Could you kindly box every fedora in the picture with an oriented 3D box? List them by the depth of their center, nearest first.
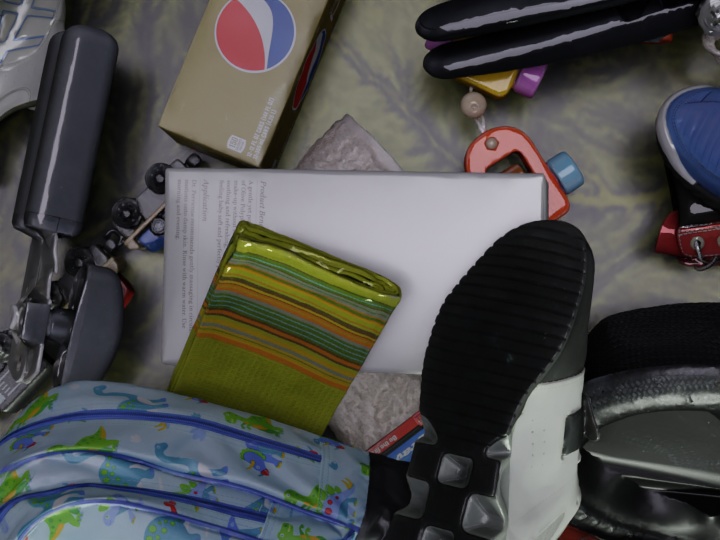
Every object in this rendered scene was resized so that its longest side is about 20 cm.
[{"bbox_3d":[0.184,0.077,0.776,0.200,0.201,0.092,4,51,2],"label":"fedora"}]

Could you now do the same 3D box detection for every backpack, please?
[{"bbox_3d":[-0.095,0.136,0.712,0.200,0.154,0.163,30,121,-3],"label":"backpack"}]

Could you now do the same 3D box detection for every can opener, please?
[{"bbox_3d":[0.128,-0.142,0.773,0.199,0.079,0.064,-19,129,6],"label":"can opener"},{"bbox_3d":[-0.156,-0.032,0.803,0.067,0.053,0.201,13,85,-27],"label":"can opener"}]

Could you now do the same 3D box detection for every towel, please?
[{"bbox_3d":[-0.054,0.064,0.738,0.086,0.018,0.200,22,128,-7],"label":"towel"},{"bbox_3d":[0.010,0.026,0.828,0.132,0.034,0.200,-42,86,-1],"label":"towel"}]

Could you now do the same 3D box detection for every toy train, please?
[{"bbox_3d":[0.122,-0.109,0.823,0.200,0.056,0.150,-37,90,2],"label":"toy train"},{"bbox_3d":[-0.157,0.012,0.835,0.046,0.034,0.200,43,90,0],"label":"toy train"}]

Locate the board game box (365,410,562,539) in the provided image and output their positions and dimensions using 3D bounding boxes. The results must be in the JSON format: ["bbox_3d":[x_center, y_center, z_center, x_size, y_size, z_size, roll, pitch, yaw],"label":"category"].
[{"bbox_3d":[0.002,0.165,0.802,0.200,0.019,0.103,-39,81,13],"label":"board game box"}]

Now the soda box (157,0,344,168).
[{"bbox_3d":[-0.045,-0.158,0.821,0.064,0.068,0.201,21,88,3],"label":"soda box"}]

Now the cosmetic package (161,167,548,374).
[{"bbox_3d":[0.000,0.000,0.766,0.199,0.085,0.108,3,91,7],"label":"cosmetic package"}]

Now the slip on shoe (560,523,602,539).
[{"bbox_3d":[0.120,0.184,0.803,0.199,0.061,0.074,25,90,5],"label":"slip on shoe"}]

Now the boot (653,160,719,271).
[{"bbox_3d":[0.245,0.004,0.794,0.144,0.072,0.201,-20,71,1],"label":"boot"}]

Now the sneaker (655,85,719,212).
[{"bbox_3d":[0.245,-0.050,0.737,0.199,0.077,0.076,27,78,21],"label":"sneaker"}]

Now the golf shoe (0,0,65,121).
[{"bbox_3d":[-0.198,-0.143,0.837,0.097,0.078,0.200,41,88,-22],"label":"golf shoe"}]

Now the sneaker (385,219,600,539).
[{"bbox_3d":[0.074,0.076,0.694,0.074,0.088,0.201,16,86,41],"label":"sneaker"}]
